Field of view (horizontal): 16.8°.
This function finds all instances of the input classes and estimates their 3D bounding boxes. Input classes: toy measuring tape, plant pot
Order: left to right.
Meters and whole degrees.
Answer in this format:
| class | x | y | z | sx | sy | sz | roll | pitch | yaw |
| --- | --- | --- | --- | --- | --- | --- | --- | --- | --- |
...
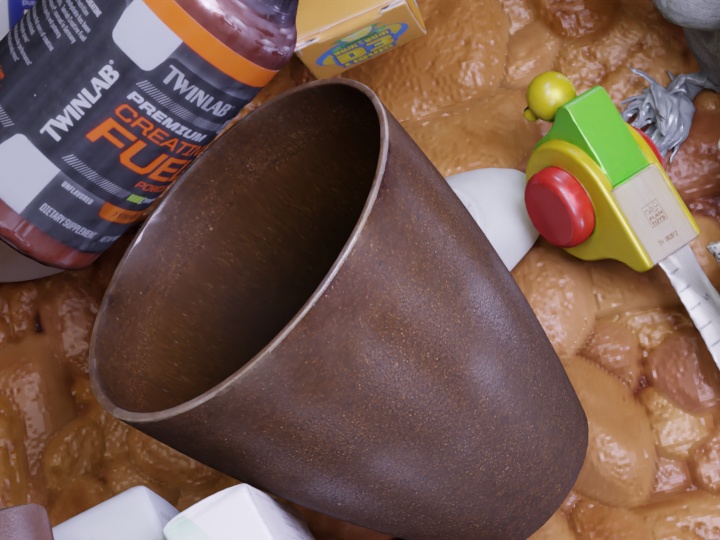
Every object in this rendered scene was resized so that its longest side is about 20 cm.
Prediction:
| class | x | y | z | sx | sy | sz | roll | pitch | yaw |
| --- | --- | --- | --- | --- | --- | --- | --- | --- | --- |
| plant pot | 0.008 | 0.044 | 1.143 | 0.187 | 0.200 | 0.187 | -34 | 33 | 26 |
| toy measuring tape | 0.136 | -0.009 | 1.218 | 0.073 | 0.074 | 0.200 | -31 | 89 | 2 |

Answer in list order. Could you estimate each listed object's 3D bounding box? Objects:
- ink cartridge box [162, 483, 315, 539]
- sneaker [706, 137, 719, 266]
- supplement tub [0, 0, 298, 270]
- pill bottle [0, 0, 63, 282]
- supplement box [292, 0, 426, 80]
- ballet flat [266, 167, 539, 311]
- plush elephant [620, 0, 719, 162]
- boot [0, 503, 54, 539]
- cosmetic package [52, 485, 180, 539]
| class | x | y | z | sx | sy | sz | roll | pitch | yaw |
| --- | --- | --- | --- | --- | --- | --- | --- | --- | --- |
| ink cartridge box | -0.012 | 0.198 | 1.113 | 0.050 | 0.161 | 0.200 | -28 | 77 | 2 |
| sneaker | 0.200 | 0.014 | 1.165 | 0.088 | 0.077 | 0.200 | 12 | 64 | -24 |
| supplement tub | -0.104 | -0.101 | 1.143 | 0.200 | 0.107 | 0.107 | -45 | 68 | 16 |
| pill bottle | -0.193 | -0.102 | 1.283 | 0.119 | 0.120 | 0.200 | -8 | 71 | 10 |
| supplement box | -0.034 | -0.199 | 1.220 | 0.066 | 0.069 | 0.200 | -22 | 73 | 6 |
| ballet flat | 0.000 | 0.000 | 1.236 | 0.200 | 0.069 | 0.070 | -24 | 69 | 4 |
| plush elephant | 0.190 | -0.157 | 1.192 | 0.165 | 0.155 | 0.200 | 39 | 84 | 21 |
| boot | -0.114 | 0.172 | 1.037 | 0.186 | 0.064 | 0.200 | -22 | 65 | 3 |
| cosmetic package | -0.136 | 0.230 | 1.140 | 0.200 | 0.166 | 0.168 | -26 | 69 | 3 |
